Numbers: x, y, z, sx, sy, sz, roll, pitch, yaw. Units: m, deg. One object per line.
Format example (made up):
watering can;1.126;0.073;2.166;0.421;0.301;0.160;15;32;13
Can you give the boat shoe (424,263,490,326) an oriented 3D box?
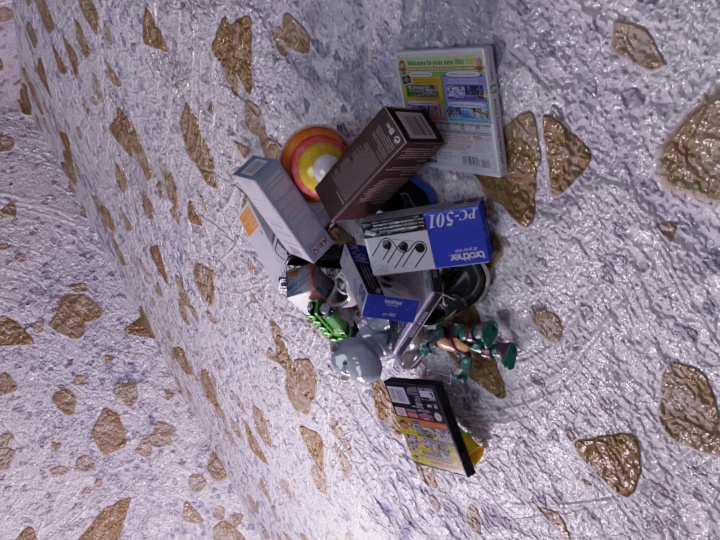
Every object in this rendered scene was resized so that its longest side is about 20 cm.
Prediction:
boat shoe;0.154;0.041;1.212;0.072;0.067;0.200;59;149;11

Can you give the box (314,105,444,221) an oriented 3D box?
box;0.027;-0.163;1.120;0.200;0.099;0.076;-45;67;37

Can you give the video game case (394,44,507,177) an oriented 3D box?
video game case;0.133;-0.240;1.074;0.199;0.022;0.185;20;129;52

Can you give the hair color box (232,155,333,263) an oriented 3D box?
hair color box;-0.142;-0.113;1.326;0.099;0.061;0.201;21;150;53

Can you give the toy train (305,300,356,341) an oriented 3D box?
toy train;-0.055;0.113;1.468;0.055;0.042;0.200;0;154;21

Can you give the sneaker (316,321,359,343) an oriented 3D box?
sneaker;-0.063;0.126;1.628;0.202;0.075;0.092;60;159;23

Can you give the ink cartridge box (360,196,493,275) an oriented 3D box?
ink cartridge box;0.105;-0.053;1.139;0.197;0.044;0.095;-7;110;23

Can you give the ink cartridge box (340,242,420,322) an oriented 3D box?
ink cartridge box;0.029;0.017;1.240;0.201;0.092;0.045;-116;39;-61

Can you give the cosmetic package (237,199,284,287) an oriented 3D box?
cosmetic package;-0.206;-0.073;1.693;0.202;0.071;0.101;61;150;4

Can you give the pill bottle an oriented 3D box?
pill bottle;-0.126;-0.084;1.516;0.113;0.112;0.201;52;149;19

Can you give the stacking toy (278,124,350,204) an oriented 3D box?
stacking toy;-0.066;-0.178;1.257;0.200;0.144;0.148;-128;21;-72

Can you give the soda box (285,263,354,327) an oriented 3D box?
soda box;-0.082;0.061;1.487;0.200;0.067;0.064;48;-150;-54

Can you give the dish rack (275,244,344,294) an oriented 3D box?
dish rack;-0.099;0.009;1.510;0.201;0.151;0.055;118;152;-53

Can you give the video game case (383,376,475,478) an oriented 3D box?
video game case;0.128;0.296;1.377;0.199;0.025;0.183;-12;99;64

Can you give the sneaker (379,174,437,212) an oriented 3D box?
sneaker;0.041;-0.149;1.233;0.199;0.077;0.071;38;142;37

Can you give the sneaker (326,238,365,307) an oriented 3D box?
sneaker;0.000;0.000;1.388;0.077;0.080;0.202;51;133;30

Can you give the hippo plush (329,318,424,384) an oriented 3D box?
hippo plush;0.013;0.134;1.408;0.199;0.159;0.162;25;133;48

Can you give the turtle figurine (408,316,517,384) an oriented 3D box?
turtle figurine;0.161;0.129;1.219;0.198;0.149;0.102;-11;61;47

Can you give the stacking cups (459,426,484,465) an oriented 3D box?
stacking cups;0.161;0.301;1.418;0.200;0.060;0.061;46;146;38

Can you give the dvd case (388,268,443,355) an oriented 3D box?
dvd case;0.090;0.034;1.262;0.201;0.024;0.152;117;153;-49
